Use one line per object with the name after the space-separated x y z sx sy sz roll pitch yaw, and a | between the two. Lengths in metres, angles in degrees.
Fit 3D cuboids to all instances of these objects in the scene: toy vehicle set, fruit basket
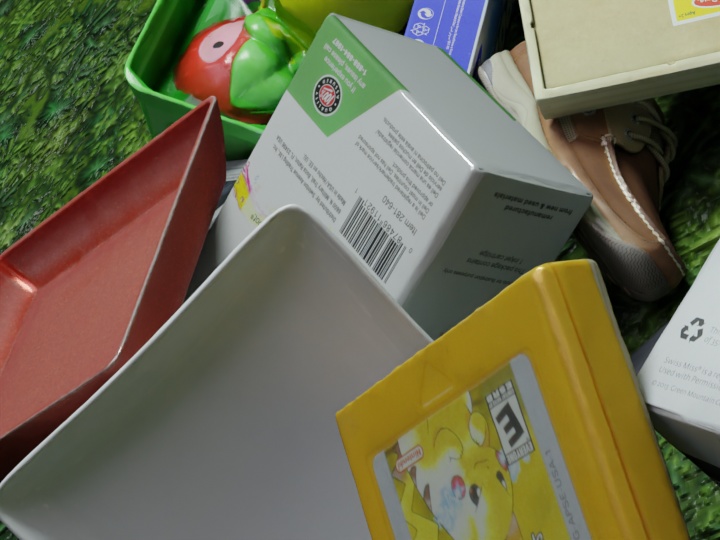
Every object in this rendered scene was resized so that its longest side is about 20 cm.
0.174 -0.154 0.895 0.200 0.027 0.125 -11 72 14 | toy vehicle set
-0.040 -0.169 1.137 0.216 0.155 0.216 20 -90 -90 | fruit basket

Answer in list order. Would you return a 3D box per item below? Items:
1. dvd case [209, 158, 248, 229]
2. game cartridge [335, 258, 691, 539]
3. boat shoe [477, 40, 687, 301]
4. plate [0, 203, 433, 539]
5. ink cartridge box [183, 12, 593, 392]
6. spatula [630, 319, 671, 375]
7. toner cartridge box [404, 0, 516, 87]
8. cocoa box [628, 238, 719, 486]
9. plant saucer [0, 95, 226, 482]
-0.143 0.002 1.103 0.200 0.025 0.150 -44 23 -26 | dvd case
0.063 0.120 0.712 0.176 0.032 0.200 -41 59 54 | game cartridge
0.122 -0.064 0.935 0.072 0.076 0.200 -31 42 6 | boat shoe
-0.030 0.102 0.840 0.200 0.200 0.032 -44 9 9 | plate
0.000 0.000 0.914 0.145 0.084 0.200 50 118 41 | ink cartridge box
0.179 0.005 0.842 0.200 0.021 0.057 -40 35 15 | spatula
0.055 -0.130 1.058 0.043 0.095 0.200 8 55 11 | toner cartridge box
0.222 0.046 0.642 0.133 0.131 0.200 -56 33 -11 | cocoa box
-0.148 0.027 0.951 0.199 0.037 0.200 -32 28 35 | plant saucer
